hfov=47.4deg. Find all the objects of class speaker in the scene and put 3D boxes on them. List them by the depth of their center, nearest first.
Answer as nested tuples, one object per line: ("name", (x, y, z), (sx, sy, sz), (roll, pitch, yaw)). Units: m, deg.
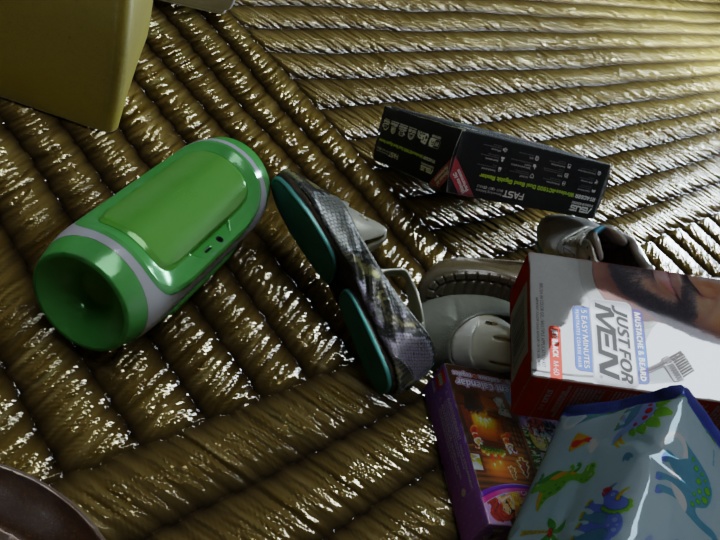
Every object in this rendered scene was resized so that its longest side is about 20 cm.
("speaker", (-0.140, -0.027, 0.592), (0.088, 0.089, 0.200), (33, 36, 2))

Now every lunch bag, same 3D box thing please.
("lunch bag", (0.196, 0.205, 0.517), (0.200, 0.127, 0.170), (51, 51, -14))

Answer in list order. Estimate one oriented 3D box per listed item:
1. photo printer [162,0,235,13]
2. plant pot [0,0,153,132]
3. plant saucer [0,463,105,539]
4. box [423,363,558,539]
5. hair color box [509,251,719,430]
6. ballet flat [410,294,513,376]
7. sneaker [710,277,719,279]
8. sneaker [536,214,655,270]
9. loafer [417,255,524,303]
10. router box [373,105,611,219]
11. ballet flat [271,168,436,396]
("photo printer", (-0.248, -0.372, 0.920), (0.199, 0.070, 0.167), (3, 45, -32))
("plant pot", (-0.271, -0.273, 0.701), (0.199, 0.177, 0.201), (17, 39, -18))
("plant saucer", (-0.201, 0.173, 0.359), (0.199, 0.035, 0.201), (19, 38, -16))
("box", (0.154, 0.151, 0.637), (0.199, 0.039, 0.137), (13, 42, -24))
("hair color box", (0.216, 0.059, 0.615), (0.198, 0.064, 0.112), (8, 54, -2))
("ballet flat", (0.130, 0.061, 0.678), (0.199, 0.068, 0.064), (8, 8, -20))
("sneaker", (0.330, 0.029, 0.872), (0.199, 0.075, 0.100), (-17, 58, -45))
("sneaker", (0.237, -0.020, 0.811), (0.075, 0.087, 0.200), (-31, 36, -6))
("loafer", (0.138, 0.028, 0.742), (0.199, 0.077, 0.067), (10, 20, -20))
("router box", (0.134, -0.113, 0.855), (0.199, 0.063, 0.150), (7, 15, -30))
("ballet flat", (0.000, 0.000, 0.651), (0.072, 0.072, 0.201), (-16, 72, -45))
